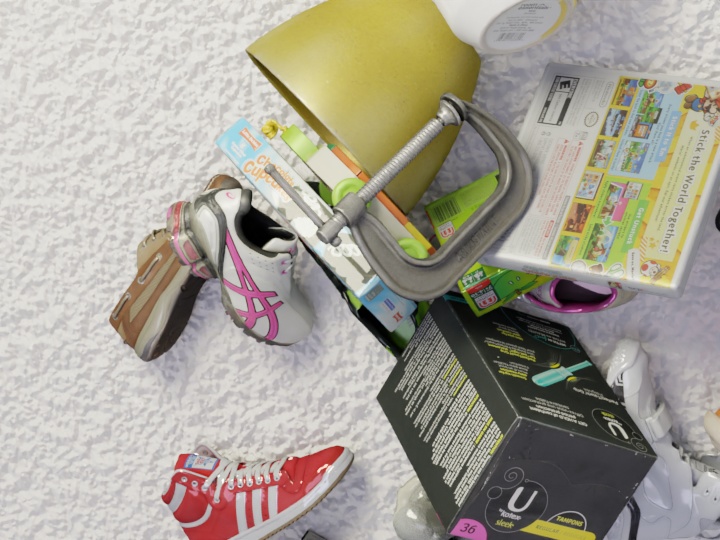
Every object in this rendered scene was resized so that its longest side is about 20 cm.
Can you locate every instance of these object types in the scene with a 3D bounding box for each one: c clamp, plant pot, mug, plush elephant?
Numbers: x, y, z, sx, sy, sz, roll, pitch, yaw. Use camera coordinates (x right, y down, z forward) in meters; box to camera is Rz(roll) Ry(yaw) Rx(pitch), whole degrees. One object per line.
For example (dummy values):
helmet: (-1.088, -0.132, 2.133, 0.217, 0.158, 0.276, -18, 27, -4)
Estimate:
c clamp: (0.047, -0.070, 1.315, 0.200, 0.027, 0.171, -39, 101, -22)
plant pot: (0.019, -0.167, 1.410, 0.142, 0.200, 0.200, -45, 89, 0)
mug: (0.126, -0.271, 1.336, 0.186, 0.149, 0.153, -24, 67, 9)
plush elephant: (0.093, 0.266, 1.505, 0.165, 0.200, 0.155, 49, 133, 1)

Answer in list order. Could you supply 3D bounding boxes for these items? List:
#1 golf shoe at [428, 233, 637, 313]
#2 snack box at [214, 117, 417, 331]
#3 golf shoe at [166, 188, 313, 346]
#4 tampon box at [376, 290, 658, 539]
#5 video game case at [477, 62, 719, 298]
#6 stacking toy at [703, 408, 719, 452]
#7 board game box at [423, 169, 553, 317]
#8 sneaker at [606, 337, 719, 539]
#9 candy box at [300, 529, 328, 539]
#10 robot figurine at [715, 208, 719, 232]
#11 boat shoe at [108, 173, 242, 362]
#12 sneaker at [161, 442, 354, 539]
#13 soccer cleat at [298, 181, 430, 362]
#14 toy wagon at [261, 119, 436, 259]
golf shoe: (0.149, -0.003, 1.451, 0.200, 0.092, 0.075, 6, 106, 16)
snack box: (-0.038, -0.040, 1.424, 0.037, 0.116, 0.200, -43, 68, -1)
golf shoe: (-0.089, 0.001, 1.483, 0.092, 0.073, 0.200, -17, 137, 24)
tampon box: (0.130, 0.134, 1.406, 0.150, 0.200, 0.126, 18, 114, -27)
video game case: (0.209, -0.080, 1.361, 0.182, 0.023, 0.200, 11, 65, 29)
stacking toy: (0.408, 0.112, 1.401, 0.146, 0.146, 0.200, 42, 95, 2)
board game box: (0.166, -0.053, 1.407, 0.200, 0.048, 0.102, -27, 54, 7)
sneaker: (0.277, 0.156, 1.465, 0.115, 0.075, 0.200, 1, 108, 14)
candy box: (-0.076, 0.347, 1.538, 0.061, 0.200, 0.137, 27, 107, 7)
robot figurine: (0.392, -0.023, 1.337, 0.200, 0.150, 0.125, 26, 123, 42)
boat shoe: (-0.180, -0.009, 1.550, 0.072, 0.076, 0.200, 34, 104, 13)
sneaker: (-0.108, 0.200, 1.581, 0.200, 0.071, 0.113, -36, 95, 22)
soccer cleat: (0.000, 0.000, 1.496, 0.068, 0.081, 0.200, -40, 88, 20)
toy wagon: (-0.004, -0.061, 1.395, 0.040, 0.155, 0.200, -43, 98, -1)
